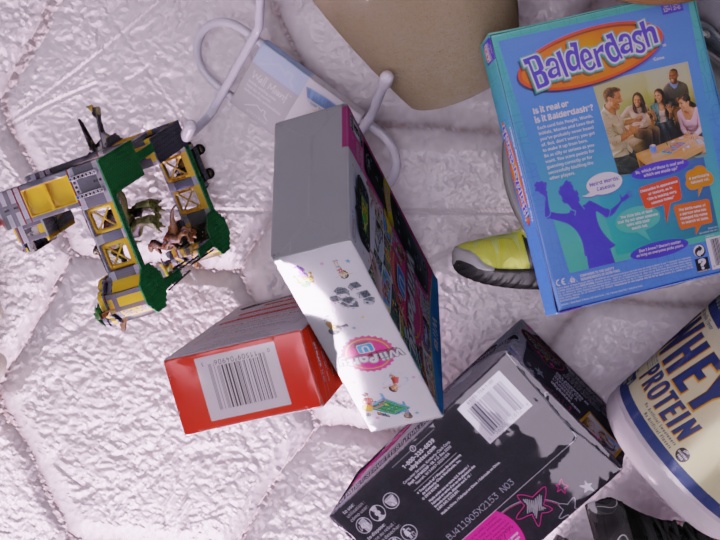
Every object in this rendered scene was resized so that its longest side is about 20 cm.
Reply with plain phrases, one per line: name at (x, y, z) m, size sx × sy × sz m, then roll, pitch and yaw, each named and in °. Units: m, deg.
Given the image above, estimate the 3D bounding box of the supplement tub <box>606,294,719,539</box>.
supplement tub at (0.299, 0.087, 1.150) m, size 0.145 × 0.145 × 0.200 m, roll 45°, pitch 107°, yaw 0°

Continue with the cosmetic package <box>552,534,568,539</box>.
cosmetic package at (0.156, 0.298, 1.201) m, size 0.090 × 0.200 × 0.107 m, roll 27°, pitch 104°, yaw 3°

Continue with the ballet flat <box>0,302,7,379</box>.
ballet flat at (-0.335, 0.062, 1.325) m, size 0.063 × 0.069 × 0.201 m, roll -7°, pitch 102°, yaw -1°

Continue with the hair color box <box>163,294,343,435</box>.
hair color box at (-0.064, 0.063, 1.194) m, size 0.110 × 0.200 × 0.064 m, roll -13°, pitch 98°, yaw 14°

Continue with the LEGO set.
LEGO set at (-0.199, -0.035, 1.213) m, size 0.115 × 0.200 × 0.154 m, roll -16°, pitch 112°, yaw 23°

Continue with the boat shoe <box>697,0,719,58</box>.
boat shoe at (0.302, -0.167, 1.136) m, size 0.200 × 0.062 × 0.073 m, roll 33°, pitch 107°, yaw 4°

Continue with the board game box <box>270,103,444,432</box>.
board game box at (0.000, 0.000, 1.151) m, size 0.064 × 0.148 × 0.200 m, roll -14°, pitch 134°, yaw 14°

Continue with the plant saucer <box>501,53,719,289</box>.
plant saucer at (0.205, -0.087, 1.142) m, size 0.199 × 0.050 × 0.201 m, roll 0°, pitch 81°, yaw 1°

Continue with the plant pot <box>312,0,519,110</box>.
plant pot at (0.039, -0.227, 1.133) m, size 0.187 × 0.187 × 0.200 m, roll -21°, pitch 113°, yaw 16°

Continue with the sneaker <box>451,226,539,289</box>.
sneaker at (0.169, -0.025, 1.198) m, size 0.199 × 0.075 × 0.077 m, roll -4°, pitch 94°, yaw 2°

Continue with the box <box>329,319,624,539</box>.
box at (0.095, 0.157, 1.227) m, size 0.132 × 0.115 × 0.200 m, roll 45°, pitch 106°, yaw 1°

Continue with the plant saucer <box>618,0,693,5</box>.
plant saucer at (0.209, -0.250, 1.097) m, size 0.199 × 0.201 × 0.036 m, roll 6°, pitch 143°, yaw 11°

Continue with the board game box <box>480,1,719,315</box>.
board game box at (0.181, -0.083, 1.086) m, size 0.151 × 0.045 × 0.201 m, roll -13°, pitch 88°, yaw -4°

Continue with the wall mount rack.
wall mount rack at (-0.050, -0.135, 1.196) m, size 0.200 × 0.075 × 0.174 m, roll 36°, pitch 128°, yaw 2°

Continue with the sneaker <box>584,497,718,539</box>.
sneaker at (0.242, 0.216, 1.187) m, size 0.086 × 0.200 × 0.081 m, roll -28°, pitch 54°, yaw 19°
